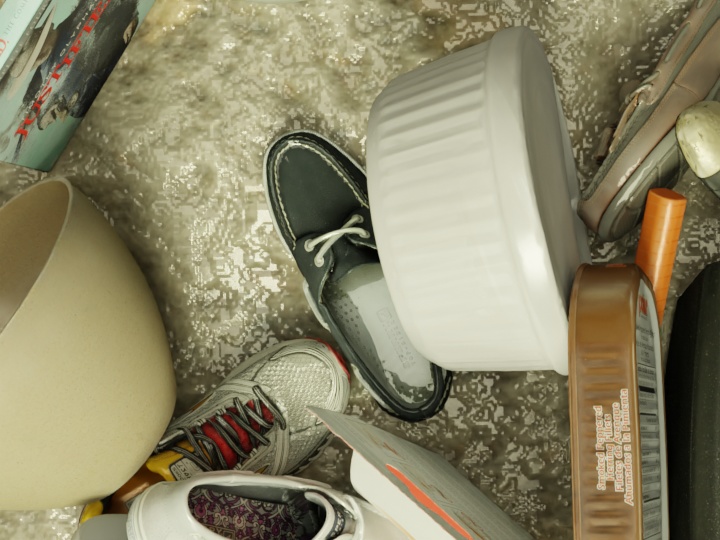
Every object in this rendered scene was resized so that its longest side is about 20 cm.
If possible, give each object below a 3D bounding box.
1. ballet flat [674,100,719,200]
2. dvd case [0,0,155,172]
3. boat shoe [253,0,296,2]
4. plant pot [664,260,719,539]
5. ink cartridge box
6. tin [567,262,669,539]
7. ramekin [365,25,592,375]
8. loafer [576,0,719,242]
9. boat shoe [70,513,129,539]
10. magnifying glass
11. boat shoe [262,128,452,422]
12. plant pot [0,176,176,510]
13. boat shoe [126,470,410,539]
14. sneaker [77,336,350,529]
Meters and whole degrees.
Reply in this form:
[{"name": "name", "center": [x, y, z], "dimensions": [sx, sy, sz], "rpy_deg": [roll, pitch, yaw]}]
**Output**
[{"name": "ballet flat", "center": [0.265, -0.055, 0.875], "dimensions": [0.200, 0.057, 0.067], "rpy_deg": [20, 65, -26]}, {"name": "dvd case", "center": [-0.176, -0.127, 0.870], "dimensions": [0.022, 0.200, 0.146], "rpy_deg": [32, 91, 3]}, {"name": "boat shoe", "center": [-0.002, -0.215, 0.912], "dimensions": [0.200, 0.072, 0.070], "rpy_deg": [-13, 88, 10]}, {"name": "plant pot", "center": [0.267, 0.085, 0.854], "dimensions": [0.199, 0.200, 0.178], "rpy_deg": [-5, 79, 4]}, {"name": "ink cartridge box", "center": [0.053, 0.154, 0.830], "dimensions": [0.162, 0.200, 0.050], "rpy_deg": [39, 95, 28]}, {"name": "tin", "center": [0.141, 0.095, 0.809], "dimensions": [0.042, 0.112, 0.200], "rpy_deg": [-3, 83, 15]}, {"name": "ramekin", "center": [0.071, -0.033, 0.862], "dimensions": [0.094, 0.202, 0.203], "rpy_deg": [-11, 89, 16]}, {"name": "loafer", "center": [0.189, -0.104, 0.910], "dimensions": [0.063, 0.072, 0.200], "rpy_deg": [37, 76, 20]}, {"name": "boat shoe", "center": [-0.093, 0.205, 0.892], "dimensions": [0.200, 0.069, 0.057], "rpy_deg": [28, 119, -29]}, {"name": "magnifying glass", "center": [0.164, 0.051, 0.892], "dimensions": [0.022, 0.080, 0.200], "rpy_deg": [-1, 109, -21]}, {"name": "boat shoe", "center": [0.000, 0.000, 0.927], "dimensions": [0.076, 0.060, 0.200], "rpy_deg": [-33, 88, 3]}, {"name": "plant pot", "center": [-0.188, 0.064, 0.889], "dimensions": [0.134, 0.200, 0.200], "rpy_deg": [42, 92, -25]}, {"name": "boat shoe", "center": [-0.036, 0.152, 0.878], "dimensions": [0.200, 0.068, 0.072], "rpy_deg": [21, 57, -31]}, {"name": "sneaker", "center": [-0.088, 0.117, 0.921], "dimensions": [0.200, 0.082, 0.078], "rpy_deg": [-40, 87, 2]}]
